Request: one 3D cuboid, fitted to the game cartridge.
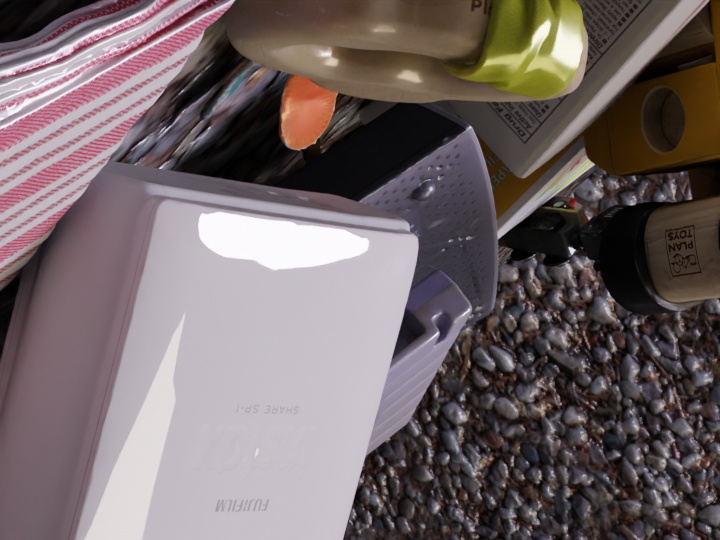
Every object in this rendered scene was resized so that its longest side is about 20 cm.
[{"bbox_3d":[-0.043,0.087,0.909,0.199,0.038,0.130,-36,169,-29],"label":"game cartridge"}]

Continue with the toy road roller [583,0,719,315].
[{"bbox_3d":[0.198,-0.071,0.995,0.145,0.202,0.123,-8,178,-34],"label":"toy road roller"}]

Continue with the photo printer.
[{"bbox_3d":[-0.066,0.066,0.751,0.166,0.069,0.202,7,100,-52],"label":"photo printer"}]

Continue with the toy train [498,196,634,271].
[{"bbox_3d":[0.107,-0.026,1.166,0.046,0.034,0.199,-34,-155,-31],"label":"toy train"}]

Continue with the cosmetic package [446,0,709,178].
[{"bbox_3d":[0.108,-0.146,0.881,0.087,0.104,0.200,-37,173,-41],"label":"cosmetic package"}]

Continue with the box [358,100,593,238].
[{"bbox_3d":[0.105,-0.109,1.133,0.113,0.101,0.200,-45,174,35],"label":"box"}]

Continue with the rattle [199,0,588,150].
[{"bbox_3d":[0.006,-0.121,0.722,0.129,0.144,0.200,-9,-177,-12],"label":"rattle"}]

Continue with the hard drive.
[{"bbox_3d":[0.000,0.000,0.943,0.134,0.042,0.200,-34,157,-8],"label":"hard drive"}]

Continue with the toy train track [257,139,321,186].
[{"bbox_3d":[-0.013,-0.051,1.035,0.114,0.033,0.200,-6,173,-15],"label":"toy train track"}]

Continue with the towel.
[{"bbox_3d":[-0.128,-0.014,0.600,0.200,0.030,0.146,-45,175,40],"label":"towel"}]

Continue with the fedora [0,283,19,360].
[{"bbox_3d":[-0.157,0.088,0.810,0.177,0.090,0.200,-45,174,21],"label":"fedora"}]
